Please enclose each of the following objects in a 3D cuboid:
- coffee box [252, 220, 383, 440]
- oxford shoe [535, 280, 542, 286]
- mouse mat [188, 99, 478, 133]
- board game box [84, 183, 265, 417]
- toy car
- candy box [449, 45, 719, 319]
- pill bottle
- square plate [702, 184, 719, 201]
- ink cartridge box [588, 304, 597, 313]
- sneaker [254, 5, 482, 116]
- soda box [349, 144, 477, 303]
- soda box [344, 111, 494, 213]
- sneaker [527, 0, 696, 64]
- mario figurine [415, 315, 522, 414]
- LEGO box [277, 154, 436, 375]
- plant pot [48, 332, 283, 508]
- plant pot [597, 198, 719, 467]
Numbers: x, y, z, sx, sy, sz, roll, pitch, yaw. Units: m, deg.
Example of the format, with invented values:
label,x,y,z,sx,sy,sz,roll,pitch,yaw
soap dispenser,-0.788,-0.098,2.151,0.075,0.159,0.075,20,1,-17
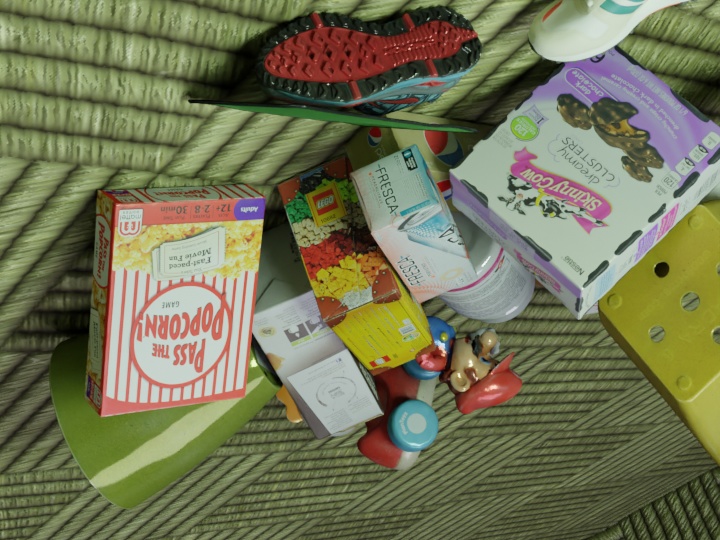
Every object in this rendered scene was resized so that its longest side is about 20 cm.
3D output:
label,x,y,z,sx,sy,sz,roll,pitch,yaw
coffee box,-0.055,0.064,1.382,0.079,0.115,0.201,-23,130,5
oxford shoe,0.216,-0.013,1.598,0.071,0.072,0.200,-21,159,12
mouse mat,-0.021,-0.126,1.095,0.198,0.008,0.160,1,-174,-39
board game box,-0.171,0.025,1.231,0.150,0.046,0.203,-6,112,-33
toy car,-0.007,0.148,1.707,0.197,0.179,0.184,14,164,-8
candy box,0.206,-0.088,1.209,0.200,0.168,0.072,-43,159,-11
pill bottle,0.123,-0.012,1.462,0.112,0.115,0.200,-26,156,12
square plate,0.361,-0.084,1.340,0.197,0.029,0.200,-39,154,-5
ink cartridge box,0.340,-0.006,1.718,0.115,0.068,0.200,-7,154,-29
sneaker,0.002,-0.153,1.094,0.198,0.080,0.096,-9,156,-27
soda box,0.052,-0.038,1.232,0.068,0.064,0.200,-23,157,7
soda box,0.084,-0.100,1.290,0.198,0.068,0.064,2,147,-43
sneaker,0.221,-0.249,1.103,0.198,0.071,0.094,-24,139,11
mario figurine,0.098,0.071,1.500,0.124,0.199,0.106,-49,168,-35
LEGO box,0.000,0.000,1.336,0.076,0.150,0.200,-22,157,6
plant pot,-0.187,0.118,1.388,0.198,0.189,0.187,-25,157,10
plant pot,0.340,0.047,1.276,0.200,0.201,0.176,-45,147,14
